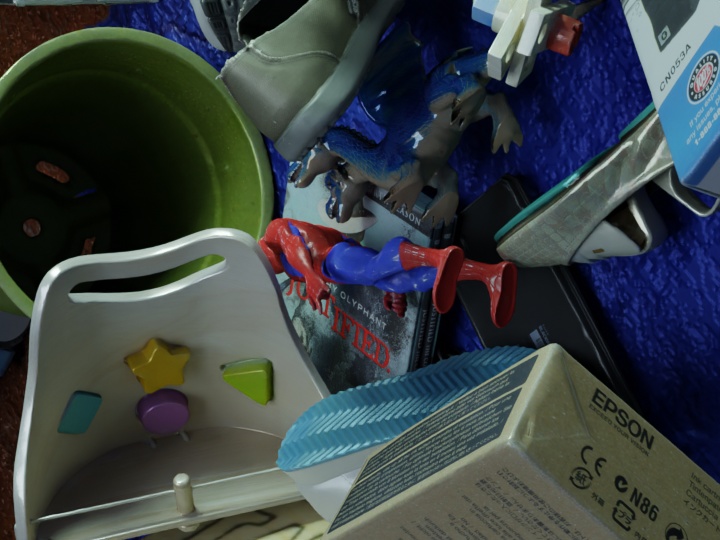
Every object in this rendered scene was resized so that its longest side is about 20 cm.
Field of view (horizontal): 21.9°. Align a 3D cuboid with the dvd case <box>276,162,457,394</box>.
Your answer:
[{"bbox_3d":[-0.007,0.031,1.115,0.146,0.022,0.200,37,125,45],"label":"dvd case"}]

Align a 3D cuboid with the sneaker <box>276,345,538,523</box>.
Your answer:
[{"bbox_3d":[0.054,0.099,1.017,0.200,0.077,0.081,-13,126,36],"label":"sneaker"}]

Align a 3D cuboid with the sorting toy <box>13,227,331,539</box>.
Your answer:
[{"bbox_3d":[-0.113,0.061,1.075,0.107,0.200,0.180,-116,18,-51],"label":"sorting toy"}]

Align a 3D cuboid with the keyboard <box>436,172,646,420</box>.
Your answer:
[{"bbox_3d":[0.093,0.059,1.028,0.127,0.021,0.200,-40,68,44],"label":"keyboard"}]

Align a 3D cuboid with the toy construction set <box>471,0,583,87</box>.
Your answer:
[{"bbox_3d":[0.036,-0.173,0.913,0.200,0.131,0.092,38,95,13],"label":"toy construction set"}]

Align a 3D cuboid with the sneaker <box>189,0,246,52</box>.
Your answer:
[{"bbox_3d":[-0.091,-0.228,1.138,0.087,0.074,0.200,-20,78,60],"label":"sneaker"}]

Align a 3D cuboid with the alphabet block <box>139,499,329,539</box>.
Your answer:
[{"bbox_3d":[-0.053,0.262,1.082,0.200,0.196,0.196,14,119,45],"label":"alphabet block"}]

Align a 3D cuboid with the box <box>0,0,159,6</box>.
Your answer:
[{"bbox_3d":[-0.239,-0.210,1.260,0.200,0.117,0.060,11,104,48],"label":"box"}]

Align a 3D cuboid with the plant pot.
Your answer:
[{"bbox_3d":[-0.185,-0.040,1.209,0.190,0.200,0.200,-12,90,61],"label":"plant pot"}]

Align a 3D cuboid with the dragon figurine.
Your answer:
[{"bbox_3d":[0.035,-0.093,1.000,0.200,0.059,0.099,-53,47,23],"label":"dragon figurine"}]

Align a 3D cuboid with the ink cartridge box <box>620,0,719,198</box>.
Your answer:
[{"bbox_3d":[0.180,-0.139,0.770,0.200,0.084,0.145,-98,30,-46],"label":"ink cartridge box"}]

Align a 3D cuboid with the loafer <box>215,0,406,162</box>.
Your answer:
[{"bbox_3d":[-0.022,-0.139,0.991,0.070,0.200,0.075,36,125,-12],"label":"loafer"}]

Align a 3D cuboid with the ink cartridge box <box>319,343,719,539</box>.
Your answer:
[{"bbox_3d":[0.105,0.149,0.924,0.200,0.075,0.165,41,138,-13],"label":"ink cartridge box"}]

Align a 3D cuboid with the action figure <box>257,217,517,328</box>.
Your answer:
[{"bbox_3d":[0.000,0.000,1.023,0.200,0.065,0.052,15,96,54],"label":"action figure"}]

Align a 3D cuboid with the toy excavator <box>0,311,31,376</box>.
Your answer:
[{"bbox_3d":[-0.330,0.081,1.427,0.100,0.194,0.200,35,95,37],"label":"toy excavator"}]

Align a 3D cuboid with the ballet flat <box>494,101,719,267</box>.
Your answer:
[{"bbox_3d":[0.141,-0.042,0.917,0.062,0.067,0.200,55,133,9],"label":"ballet flat"}]
